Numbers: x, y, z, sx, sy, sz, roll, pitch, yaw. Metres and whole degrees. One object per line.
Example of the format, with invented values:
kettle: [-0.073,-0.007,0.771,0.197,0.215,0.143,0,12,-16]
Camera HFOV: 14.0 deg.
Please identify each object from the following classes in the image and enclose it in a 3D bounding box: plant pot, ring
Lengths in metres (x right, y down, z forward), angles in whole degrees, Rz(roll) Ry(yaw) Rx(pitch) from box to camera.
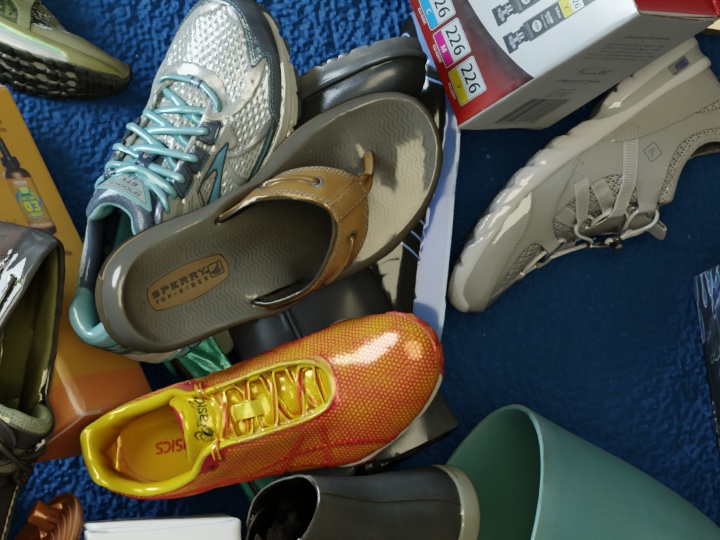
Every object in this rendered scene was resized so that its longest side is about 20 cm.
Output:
plant pot: [0.116,0.192,1.531,0.161,0.201,0.201,23,85,-14]
ring: [-0.200,0.200,1.502,0.019,0.200,0.201,31,85,-13]

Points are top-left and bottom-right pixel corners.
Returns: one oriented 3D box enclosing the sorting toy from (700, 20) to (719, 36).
sorting toy: [0.207,-0.234,1.624,0.199,0.070,0.199,8,86,-4]

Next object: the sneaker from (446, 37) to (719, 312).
sneaker: [0.131,-0.040,1.602,0.200,0.075,0.082,-42,88,-6]

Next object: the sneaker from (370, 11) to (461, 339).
sneaker: [0.012,-0.047,1.598,0.078,0.070,0.201,5,85,-4]

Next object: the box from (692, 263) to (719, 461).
box: [0.251,0.059,1.541,0.107,0.200,0.149,-8,86,-3]

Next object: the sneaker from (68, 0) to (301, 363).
sneaker: [-0.093,-0.046,1.491,0.077,0.086,0.201,21,100,26]

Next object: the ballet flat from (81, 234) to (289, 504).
ballet flat: [-0.074,0.048,1.586,0.070,0.067,0.200,-36,89,-4]

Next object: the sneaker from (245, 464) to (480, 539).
sneaker: [-0.031,0.168,1.527,0.106,0.200,0.075,8,40,-33]

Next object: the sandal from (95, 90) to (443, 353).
sandal: [-0.039,-0.022,1.457,0.200,0.055,0.082,-27,101,-19]

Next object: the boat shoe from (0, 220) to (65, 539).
boat shoe: [-0.188,0.073,1.479,0.066,0.072,0.202,7,90,33]

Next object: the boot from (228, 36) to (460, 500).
boot: [-0.001,0.000,1.530,0.165,0.066,0.200,-29,76,21]

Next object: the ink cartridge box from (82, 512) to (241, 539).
ink cartridge box: [-0.099,0.229,1.532,0.085,0.148,0.201,-3,87,-6]

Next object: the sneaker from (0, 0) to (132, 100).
sneaker: [-0.205,-0.164,1.594,0.200,0.077,0.089,29,76,-4]

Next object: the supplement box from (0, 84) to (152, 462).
supplement box: [-0.188,0.000,1.558,0.069,0.066,0.200,-32,75,32]

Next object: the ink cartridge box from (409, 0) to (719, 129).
ink cartridge box: [0.101,-0.202,1.544,0.175,0.084,0.200,-32,72,36]

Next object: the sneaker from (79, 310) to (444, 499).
sneaker: [-0.048,0.076,1.480,0.200,0.077,0.073,-24,80,21]
